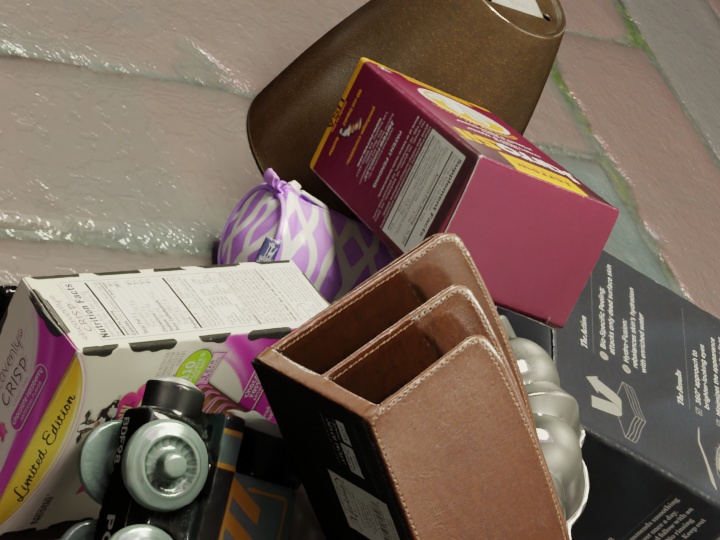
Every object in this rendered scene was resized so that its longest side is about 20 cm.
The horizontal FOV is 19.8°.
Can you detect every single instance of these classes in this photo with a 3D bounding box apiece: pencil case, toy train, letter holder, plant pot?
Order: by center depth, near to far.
[{"bbox_3d":[-0.093,0.158,1.039,0.114,0.085,0.201,19,75,-29],"label":"toy train"},{"bbox_3d":[0.056,0.101,1.057,0.142,0.201,0.100,-34,32,-23],"label":"letter holder"},{"bbox_3d":[0.000,0.000,1.369,0.199,0.086,0.084,20,3,-33],"label":"pencil case"},{"bbox_3d":[0.050,-0.132,1.466,0.186,0.200,0.187,26,36,-21],"label":"plant pot"}]

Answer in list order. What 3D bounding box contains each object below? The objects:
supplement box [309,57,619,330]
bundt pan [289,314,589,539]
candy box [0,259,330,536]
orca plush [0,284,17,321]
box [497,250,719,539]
[{"bbox_3d":[0.061,-0.051,1.298,0.110,0.086,0.200,20,14,-28],"label":"supplement box"},{"bbox_3d":[0.039,0.101,1.211,0.201,0.076,0.203,0,61,0],"label":"bundt pan"},{"bbox_3d":[-0.118,0.067,1.122,0.199,0.137,0.061,-4,43,-47],"label":"candy box"},{"bbox_3d":[-0.213,0.020,1.143,0.199,0.071,0.105,32,34,-14],"label":"orca plush"},{"bbox_3d":[0.172,0.103,1.399,0.199,0.117,0.197,30,35,-19],"label":"box"}]
